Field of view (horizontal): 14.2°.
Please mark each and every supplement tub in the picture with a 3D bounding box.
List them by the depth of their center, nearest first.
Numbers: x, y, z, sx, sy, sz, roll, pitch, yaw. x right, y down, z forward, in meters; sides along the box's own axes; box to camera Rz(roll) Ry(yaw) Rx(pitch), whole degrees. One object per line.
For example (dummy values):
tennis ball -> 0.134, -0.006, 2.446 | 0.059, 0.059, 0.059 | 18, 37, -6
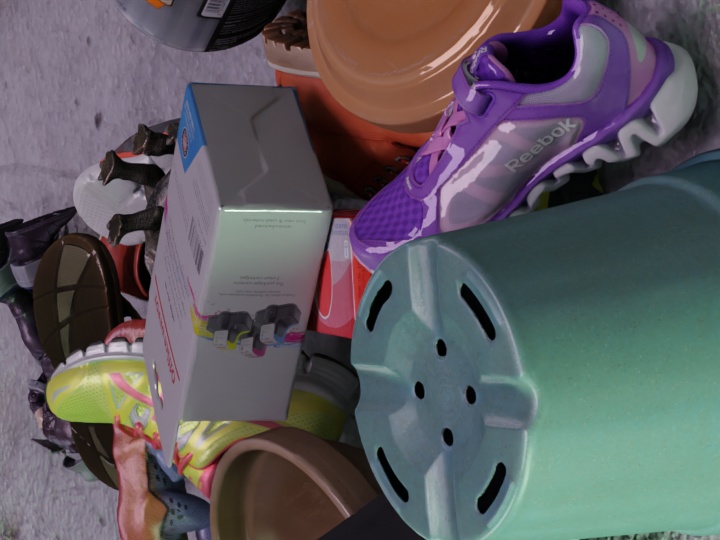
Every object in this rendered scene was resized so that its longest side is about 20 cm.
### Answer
supplement tub -> -0.078, -0.221, 1.682 | 0.200, 0.122, 0.123 | 124, 130, -62

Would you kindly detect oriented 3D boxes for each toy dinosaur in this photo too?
toy dinosaur -> -0.091, -0.051, 1.734 | 0.200, 0.102, 0.077 | -54, 39, 29
toy dinosaur -> -0.126, 0.129, 1.848 | 0.105, 0.200, 0.182 | -14, 117, 42

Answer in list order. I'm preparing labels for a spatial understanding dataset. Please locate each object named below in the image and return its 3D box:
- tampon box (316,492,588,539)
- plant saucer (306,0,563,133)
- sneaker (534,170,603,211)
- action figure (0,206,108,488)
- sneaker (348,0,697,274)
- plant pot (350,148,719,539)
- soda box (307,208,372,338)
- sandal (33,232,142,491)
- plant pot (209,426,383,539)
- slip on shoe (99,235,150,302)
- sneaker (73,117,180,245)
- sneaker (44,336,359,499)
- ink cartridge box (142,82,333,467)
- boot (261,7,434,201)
tampon box -> 0.055, 0.226, 1.522 | 0.126, 0.150, 0.200 | 3, 122, 56
plant saucer -> 0.041, -0.173, 1.553 | 0.200, 0.032, 0.201 | -21, 59, 40
sneaker -> 0.091, 0.026, 1.565 | 0.085, 0.074, 0.200 | 3, 90, 63
action figure -> -0.208, 0.061, 2.025 | 0.130, 0.069, 0.200 | -4, 107, 51
sneaker -> 0.068, -0.072, 1.470 | 0.200, 0.088, 0.081 | -34, 38, 17
plant pot -> 0.114, 0.047, 1.407 | 0.200, 0.196, 0.201 | 15, 108, 55
soda box -> 0.000, 0.000, 1.639 | 0.200, 0.063, 0.070 | -177, 83, -75
sandal -> -0.165, 0.058, 1.926 | 0.082, 0.055, 0.200 | 14, 129, 41
plant pot -> 0.004, 0.176, 1.682 | 0.201, 0.093, 0.201 | 36, 138, 42
slip on shoe -> -0.126, -0.009, 1.889 | 0.200, 0.061, 0.074 | 6, 103, 58
sneaker -> -0.093, -0.078, 1.811 | 0.200, 0.082, 0.077 | -11, 122, 35
sneaker -> -0.104, 0.093, 1.765 | 0.200, 0.078, 0.090 | 2, 74, 20
ink cartridge box -> -0.074, 0.006, 1.655 | 0.115, 0.068, 0.200 | -107, 23, -47
boot -> 0.027, -0.082, 1.643 | 0.200, 0.075, 0.107 | 21, 130, 51
